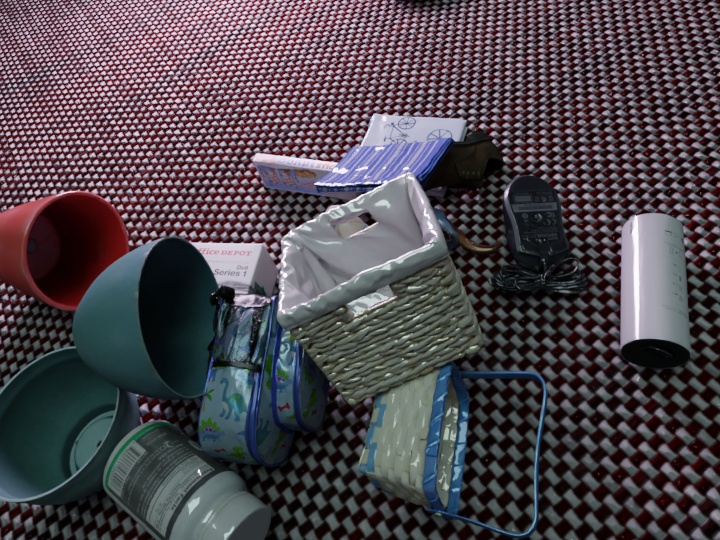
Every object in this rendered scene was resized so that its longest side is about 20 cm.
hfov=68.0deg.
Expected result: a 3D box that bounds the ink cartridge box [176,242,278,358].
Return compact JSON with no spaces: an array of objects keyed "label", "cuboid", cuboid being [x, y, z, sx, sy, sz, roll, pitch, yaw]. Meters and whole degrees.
[{"label":"ink cartridge box","cuboid":[-0.228,0.058,0.843,0.144,0.085,0.202,1,58,14]}]

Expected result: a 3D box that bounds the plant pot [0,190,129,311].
[{"label":"plant pot","cuboid":[-0.544,-0.038,0.940,0.175,0.201,0.202,4,56,29]}]

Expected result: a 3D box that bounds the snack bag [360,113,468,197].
[{"label":"snack bag","cuboid":[0.085,-0.220,0.998,0.197,0.022,0.190,10,58,20]}]

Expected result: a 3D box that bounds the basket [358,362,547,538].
[{"label":"basket","cuboid":[0.110,0.195,0.623,0.198,0.139,0.178,0,56,29]}]

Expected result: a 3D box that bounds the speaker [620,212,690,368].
[{"label":"speaker","cuboid":[0.390,0.025,0.711,0.080,0.082,0.202,6,58,18]}]

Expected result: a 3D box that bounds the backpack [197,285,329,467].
[{"label":"backpack","cuboid":[-0.119,0.147,0.695,0.145,0.183,0.203,4,67,14]}]

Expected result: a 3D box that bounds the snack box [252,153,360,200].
[{"label":"snack box","cuboid":[-0.099,-0.172,0.979,0.198,0.072,0.025,11,60,21]}]

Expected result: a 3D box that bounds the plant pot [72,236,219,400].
[{"label":"plant pot","cuboid":[-0.278,0.068,0.681,0.133,0.201,0.202,-10,54,12]}]

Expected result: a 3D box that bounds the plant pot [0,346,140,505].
[{"label":"plant pot","cuboid":[-0.388,0.226,0.737,0.197,0.135,0.202,-7,55,10]}]

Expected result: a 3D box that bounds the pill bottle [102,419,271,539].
[{"label":"pill bottle","cuboid":[-0.215,0.283,0.666,0.198,0.114,0.114,24,64,27]}]

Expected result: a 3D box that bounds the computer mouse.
[{"label":"computer mouse","cuboid":[0.260,-0.051,0.818,0.136,0.053,0.203,1,64,3]}]

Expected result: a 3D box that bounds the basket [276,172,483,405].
[{"label":"basket","cuboid":[0.021,0.017,0.654,0.196,0.162,0.201,-25,31,10]}]

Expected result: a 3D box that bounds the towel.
[{"label":"towel","cuboid":[0.037,-0.170,0.849,0.198,0.024,0.145,5,41,34]}]

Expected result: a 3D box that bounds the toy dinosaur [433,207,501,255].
[{"label":"toy dinosaur","cuboid":[0.099,-0.078,0.886,0.197,0.106,0.183,8,39,-22]}]

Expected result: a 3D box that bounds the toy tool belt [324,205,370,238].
[{"label":"toy tool belt","cuboid":[0.000,0.000,0.818,0.199,0.125,0.124,34,87,14]}]

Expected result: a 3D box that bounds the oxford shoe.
[{"label":"oxford shoe","cuboid":[0.165,-0.168,0.890,0.198,0.073,0.085,-27,67,-24]}]
